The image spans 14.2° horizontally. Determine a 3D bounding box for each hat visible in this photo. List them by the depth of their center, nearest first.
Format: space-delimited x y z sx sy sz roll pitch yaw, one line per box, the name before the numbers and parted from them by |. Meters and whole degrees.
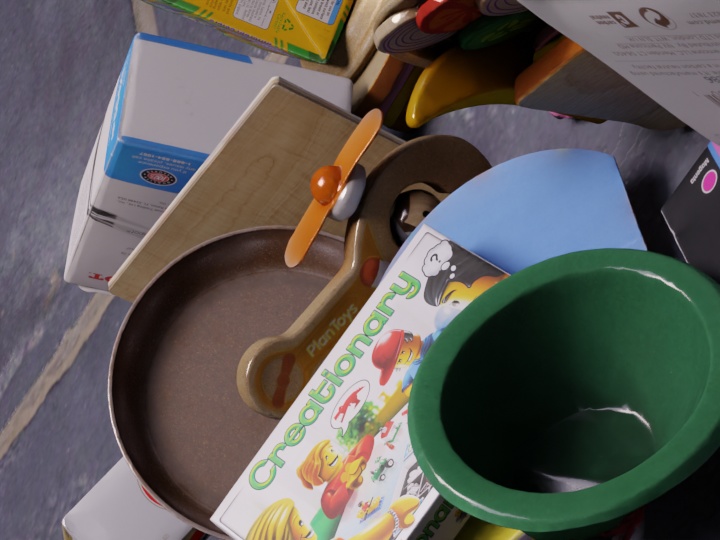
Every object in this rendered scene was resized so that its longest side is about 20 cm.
hat | 0.118 0.115 1.465 0.200 0.176 0.166 -35 47 -11

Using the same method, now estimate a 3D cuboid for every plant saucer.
plant saucer | -0.050 0.071 1.715 0.032 0.199 0.201 91 -173 -67

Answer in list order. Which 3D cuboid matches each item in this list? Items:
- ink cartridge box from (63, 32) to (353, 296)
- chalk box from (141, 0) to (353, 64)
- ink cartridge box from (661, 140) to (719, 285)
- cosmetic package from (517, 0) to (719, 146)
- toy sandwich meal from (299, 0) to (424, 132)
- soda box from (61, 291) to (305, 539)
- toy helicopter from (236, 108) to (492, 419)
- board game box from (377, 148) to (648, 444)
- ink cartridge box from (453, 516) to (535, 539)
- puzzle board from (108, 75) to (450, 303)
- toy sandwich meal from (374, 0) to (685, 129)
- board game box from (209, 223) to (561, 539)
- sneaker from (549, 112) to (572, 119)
ink cartridge box | -0.100 -0.055 1.854 0.200 0.145 0.085 122 156 -60
chalk box | -0.074 -0.215 1.886 0.200 0.123 0.125 -148 79 -75
ink cartridge box | 0.213 -0.005 1.423 0.095 0.037 0.200 -55 32 24
cosmetic package | 0.211 -0.177 1.367 0.167 0.166 0.201 2 64 58
toy sandwich meal | 0.025 -0.188 1.872 0.206 0.070 0.206 -59 18 33
soda box | -0.092 0.110 1.754 0.200 0.064 0.068 -47 -11 -16
toy helicopter | 0.000 0.000 1.644 0.200 0.132 0.079 -46 22 -16
board game box | 0.095 0.029 1.561 0.158 0.039 0.201 -32 46 18
ink cartridge box | 0.026 0.139 1.571 0.200 0.047 0.198 -40 30 -2
puzzle board | -0.042 -0.023 1.777 0.200 0.150 0.017 -48 27 35
toy sandwich meal | 0.107 -0.117 1.510 0.205 0.204 0.071 -27 65 53
board game box | 0.022 0.084 1.525 0.126 0.035 0.200 31 83 46
sneaker | 0.138 -0.176 1.624 0.200 0.086 0.080 -56 31 20
